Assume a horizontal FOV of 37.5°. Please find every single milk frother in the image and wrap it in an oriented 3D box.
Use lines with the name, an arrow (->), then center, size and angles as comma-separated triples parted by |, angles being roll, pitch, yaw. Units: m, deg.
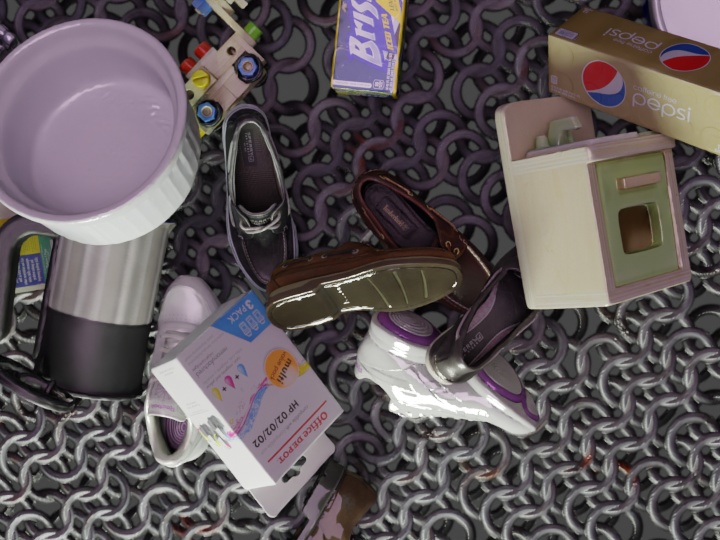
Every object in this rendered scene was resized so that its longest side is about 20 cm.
milk frother -> -0.275, 0.032, 1.039 | 0.179, 0.200, 0.189 | 9, 96, -25

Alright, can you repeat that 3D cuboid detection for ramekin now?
ramekin -> -0.244, -0.122, 0.984 | 0.199, 0.098, 0.202 | -2, 72, 7

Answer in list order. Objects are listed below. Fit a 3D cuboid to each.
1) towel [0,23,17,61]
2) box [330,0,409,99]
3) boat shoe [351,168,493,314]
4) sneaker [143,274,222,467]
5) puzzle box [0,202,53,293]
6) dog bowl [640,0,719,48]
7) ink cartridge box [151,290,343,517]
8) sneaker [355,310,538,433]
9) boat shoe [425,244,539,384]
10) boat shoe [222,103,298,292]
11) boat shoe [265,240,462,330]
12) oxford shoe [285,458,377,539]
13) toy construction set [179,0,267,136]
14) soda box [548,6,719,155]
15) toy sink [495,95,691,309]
towel -> -0.481, -0.221, 1.107 | 0.166, 0.086, 0.200 | 45, 96, 0
box -> 0.015, -0.277, 1.070 | 0.070, 0.064, 0.201 | 6, 94, 4
boat shoe -> 0.068, -0.023, 1.082 | 0.200, 0.070, 0.070 | 41, 93, 0
sneaker -> -0.181, 0.106, 1.098 | 0.074, 0.100, 0.201 | 3, 93, 7
puzzle box -> -0.385, -0.071, 1.099 | 0.132, 0.025, 0.201 | -9, 104, -17
dog bowl -> 0.377, -0.266, 1.031 | 0.199, 0.079, 0.202 | 0, 95, 5
ink cartridge box -> -0.100, 0.136, 1.068 | 0.115, 0.068, 0.200 | -44, 102, -35
sneaker -> 0.087, 0.117, 1.093 | 0.199, 0.075, 0.100 | 30, 118, 0
boat shoe -> 0.143, 0.037, 1.039 | 0.067, 0.057, 0.200 | 49, 63, -8
boat shoe -> -0.107, -0.065, 1.074 | 0.072, 0.071, 0.201 | -12, 110, -2
boat shoe -> 0.000, 0.000, 1.046 | 0.199, 0.068, 0.072 | -10, 137, 10
oxford shoe -> -0.045, 0.305, 1.115 | 0.084, 0.073, 0.201 | 29, 97, -2
toy construction set -> -0.173, -0.213, 1.083 | 0.131, 0.092, 0.200 | 43, 107, 1
soda box -> 0.275, -0.180, 0.996 | 0.200, 0.068, 0.064 | 30, 55, 35
toy sink -> 0.226, -0.074, 1.015 | 0.130, 0.112, 0.201 | -12, 93, -37
